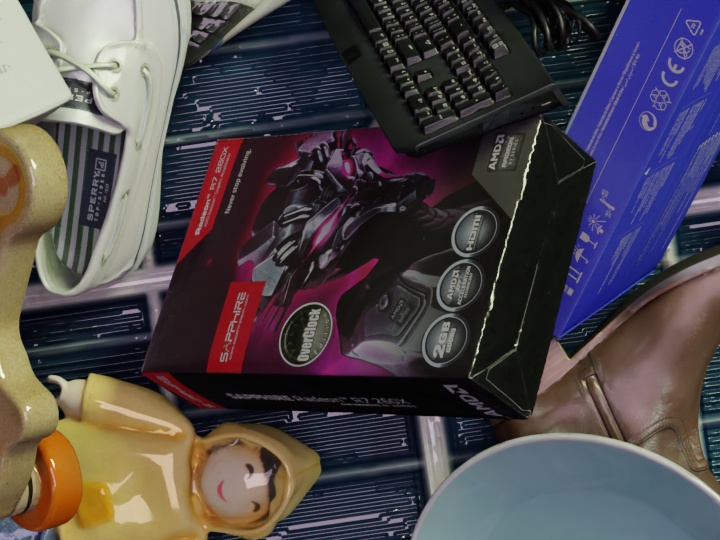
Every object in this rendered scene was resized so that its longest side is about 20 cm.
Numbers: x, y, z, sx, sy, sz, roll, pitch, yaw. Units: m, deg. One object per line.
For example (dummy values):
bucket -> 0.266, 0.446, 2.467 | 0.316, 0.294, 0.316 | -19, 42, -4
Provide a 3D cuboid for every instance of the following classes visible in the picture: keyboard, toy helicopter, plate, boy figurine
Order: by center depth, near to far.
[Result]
toy helicopter -> -0.173, 0.019, 0.916 | 0.132, 0.079, 0.200 | 42, 125, 33
keyboard -> 0.037, -0.123, 0.938 | 0.104, 0.200, 0.040 | -20, 124, -4
plate -> 0.114, 0.166, 0.987 | 0.200, 0.026, 0.201 | 11, 113, 26
boy figurine -> -0.119, 0.111, 1.001 | 0.199, 0.064, 0.125 | -2, 88, 3

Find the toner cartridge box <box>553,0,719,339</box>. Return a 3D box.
toner cartridge box -> 0.132, -0.068, 0.932 | 0.043, 0.095, 0.200 | 37, 129, 18

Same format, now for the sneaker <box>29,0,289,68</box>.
sneaker -> -0.067, -0.150, 1.002 | 0.200, 0.072, 0.072 | -27, 103, 14

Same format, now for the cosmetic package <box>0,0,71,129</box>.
cosmetic package -> -0.270, -0.106, 0.915 | 0.165, 0.165, 0.200 | -31, 91, -44

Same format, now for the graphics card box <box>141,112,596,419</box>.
graphics card box -> 0.000, 0.000, 0.930 | 0.200, 0.051, 0.126 | 0, 64, 41

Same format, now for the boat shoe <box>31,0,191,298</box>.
boat shoe -> -0.120, -0.082, 0.962 | 0.073, 0.067, 0.201 | 5, 111, 14

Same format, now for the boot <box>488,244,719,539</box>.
boot -> 0.176, 0.099, 1.001 | 0.186, 0.064, 0.200 | -31, 88, 13
